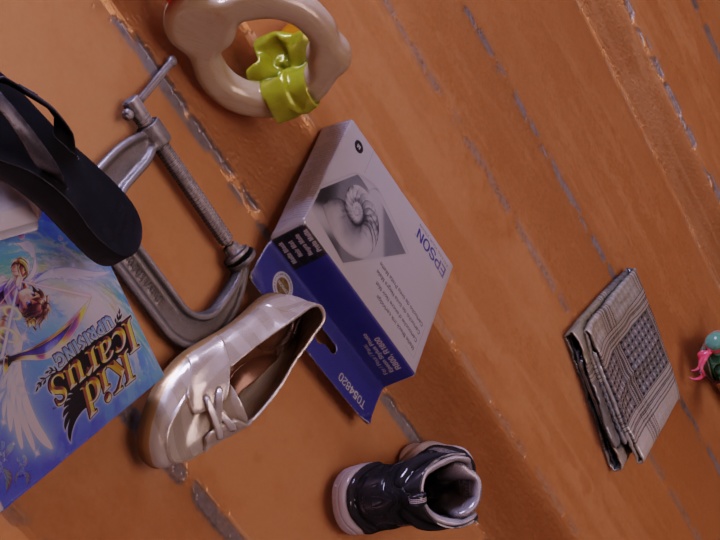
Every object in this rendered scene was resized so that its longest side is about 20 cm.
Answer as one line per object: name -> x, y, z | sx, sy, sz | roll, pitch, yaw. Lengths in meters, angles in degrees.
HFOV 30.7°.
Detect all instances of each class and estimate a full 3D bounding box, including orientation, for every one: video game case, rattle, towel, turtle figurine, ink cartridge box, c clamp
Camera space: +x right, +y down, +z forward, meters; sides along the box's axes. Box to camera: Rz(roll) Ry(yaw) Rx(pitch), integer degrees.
video game case -> -0.240, 0.045, 0.877 | 0.200, 0.045, 0.182 | -42, 115, -48
rattle -> -0.103, -0.226, 1.080 | 0.199, 0.130, 0.144 | 27, 54, -24
towel -> 0.326, 0.118, 1.589 | 0.200, 0.034, 0.194 | -38, 112, -48
turtle figurine -> 0.508, 0.121, 1.769 | 0.200, 0.100, 0.151 | 45, 63, -56
ink cartridge box -> 0.000, 0.000, 1.185 | 0.200, 0.040, 0.201 | 53, 42, -31
c clamp -> -0.141, -0.046, 1.037 | 0.171, 0.027, 0.201 | -51, 121, -44

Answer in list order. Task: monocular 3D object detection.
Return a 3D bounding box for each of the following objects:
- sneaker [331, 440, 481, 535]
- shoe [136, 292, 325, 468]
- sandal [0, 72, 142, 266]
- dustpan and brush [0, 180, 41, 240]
sneaker -> 0.073, 0.197, 1.185 | 0.199, 0.113, 0.076 | -5, 86, -52
shoe -> -0.098, 0.082, 1.025 | 0.200, 0.053, 0.070 | -47, 130, -39
sandal -> -0.208, -0.083, 0.843 | 0.200, 0.043, 0.076 | 42, 34, -36
dustpan and brush -> -0.295, -0.106, 0.825 | 0.139, 0.057, 0.200 | -21, 69, -47
